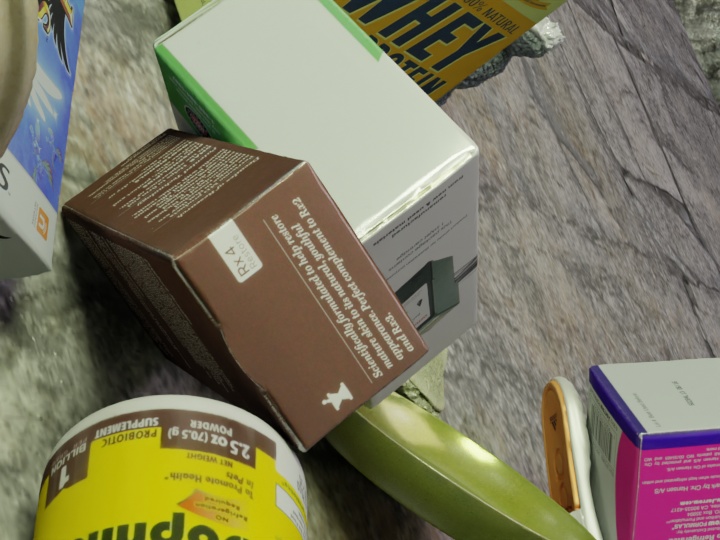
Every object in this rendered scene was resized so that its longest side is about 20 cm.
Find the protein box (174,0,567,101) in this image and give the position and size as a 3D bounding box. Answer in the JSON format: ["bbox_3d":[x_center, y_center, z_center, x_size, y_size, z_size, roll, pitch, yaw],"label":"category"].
[{"bbox_3d":[-0.004,-0.210,1.057,0.135,0.200,0.199,25,37,-49],"label":"protein box"}]

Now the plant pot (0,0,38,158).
[{"bbox_3d":[-0.216,-0.049,0.455,0.201,0.200,0.184,57,33,-20],"label":"plant pot"}]

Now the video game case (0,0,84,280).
[{"bbox_3d":[-0.170,-0.125,0.708,0.181,0.045,0.200,60,27,-58],"label":"video game case"}]

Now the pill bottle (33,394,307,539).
[{"bbox_3d":[-0.073,0.151,0.646,0.109,0.109,0.200,49,25,-36],"label":"pill bottle"}]

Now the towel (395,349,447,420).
[{"bbox_3d":[0.000,0.000,1.107,0.200,0.036,0.149,50,24,-34],"label":"towel"}]

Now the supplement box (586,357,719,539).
[{"bbox_3d":[0.207,0.172,1.168,0.101,0.103,0.200,-117,-153,-64],"label":"supplement box"}]

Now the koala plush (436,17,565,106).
[{"bbox_3d":[0.049,-0.221,1.318,0.200,0.177,0.184,61,32,-12],"label":"koala plush"}]

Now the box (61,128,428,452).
[{"bbox_3d":[-0.058,0.000,0.773,0.100,0.075,0.200,57,-12,-20],"label":"box"}]

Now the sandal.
[{"bbox_3d":[0.126,0.175,1.172,0.079,0.059,0.207,112,-27,-69],"label":"sandal"}]

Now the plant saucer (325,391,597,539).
[{"bbox_3d":[0.048,0.116,0.980,0.200,0.031,0.200,32,4,-3],"label":"plant saucer"}]

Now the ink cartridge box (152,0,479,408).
[{"bbox_3d":[-0.016,-0.037,0.875,0.146,0.084,0.200,47,-14,20],"label":"ink cartridge box"}]
